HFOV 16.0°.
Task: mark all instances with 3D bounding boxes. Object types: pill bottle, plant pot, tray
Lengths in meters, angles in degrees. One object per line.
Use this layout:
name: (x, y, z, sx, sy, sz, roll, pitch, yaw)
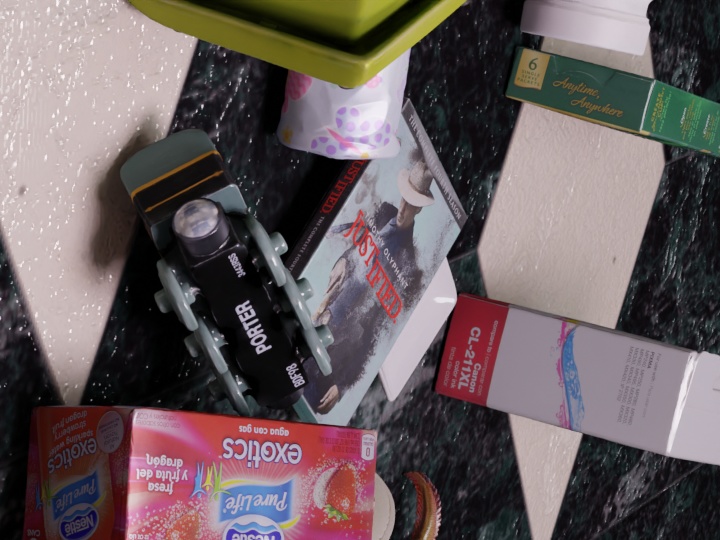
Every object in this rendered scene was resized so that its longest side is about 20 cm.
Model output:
pill bottle: (0.183, -0.265, 1.880, 0.116, 0.116, 0.200, 1, 103, -60)
plant pot: (-0.023, -0.227, 1.464, 0.199, 0.200, 0.182, -43, 144, -45)
tray: (0.016, -0.008, 1.802, 0.107, 0.022, 0.200, -57, 146, -31)

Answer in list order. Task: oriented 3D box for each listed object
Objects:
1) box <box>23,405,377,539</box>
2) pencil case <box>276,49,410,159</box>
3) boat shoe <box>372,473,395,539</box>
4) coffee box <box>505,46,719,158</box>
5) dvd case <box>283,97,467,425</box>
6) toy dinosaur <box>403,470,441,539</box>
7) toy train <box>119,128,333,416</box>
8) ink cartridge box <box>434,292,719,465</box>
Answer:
box: (-0.093, 0.134, 1.528, 0.200, 0.100, 0.096, 9, 82, -44)
pencil case: (-0.003, -0.170, 1.633, 0.091, 0.083, 0.200, -113, -150, -76)
boat shoe: (-0.036, 0.197, 1.765, 0.060, 0.072, 0.200, -44, -177, 31)
coffee box: (0.208, -0.128, 1.982, 0.200, 0.123, 0.044, 8, 99, -62)
dvd case: (0.000, 0.000, 1.734, 0.200, 0.022, 0.146, -59, 147, -23)
toy dinosaur: (0.034, 0.289, 1.912, 0.182, 0.105, 0.200, 105, 8, -45)
toy train: (-0.081, 0.004, 1.550, 0.085, 0.114, 0.200, -27, 144, -2)
ink cartridge box: (0.181, 0.084, 1.947, 0.146, 0.200, 0.083, 15, 89, -61)
